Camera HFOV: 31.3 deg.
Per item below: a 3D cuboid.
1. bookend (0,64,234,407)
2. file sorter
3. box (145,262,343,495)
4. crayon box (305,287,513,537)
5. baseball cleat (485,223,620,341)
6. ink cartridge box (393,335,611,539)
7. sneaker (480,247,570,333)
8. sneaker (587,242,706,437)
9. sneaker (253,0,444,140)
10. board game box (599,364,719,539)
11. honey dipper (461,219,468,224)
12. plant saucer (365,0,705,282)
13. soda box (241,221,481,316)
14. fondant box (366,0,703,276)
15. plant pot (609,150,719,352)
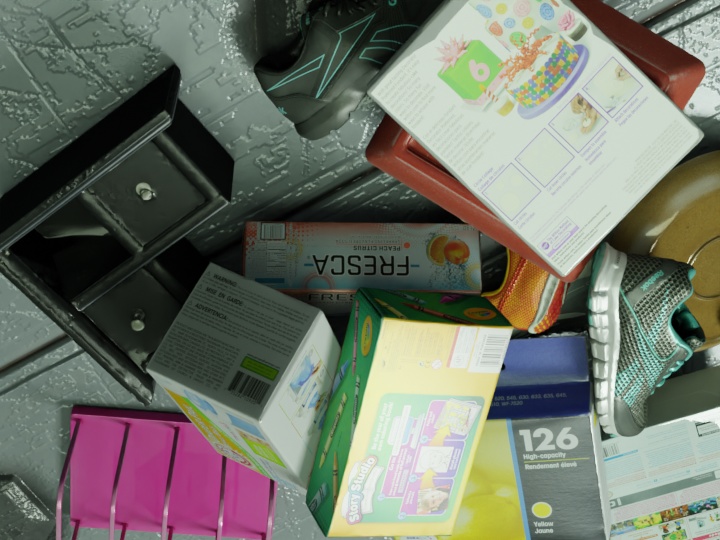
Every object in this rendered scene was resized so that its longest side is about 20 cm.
[{"bbox_3d":[-0.168,-0.024,1.061,0.198,0.092,0.200,-33,117,16],"label":"bookend"},{"bbox_3d":[-0.177,0.226,1.191,0.199,0.126,0.140,5,120,-5],"label":"file sorter"},{"bbox_3d":[-0.078,0.097,1.063,0.112,0.102,0.200,22,160,22],"label":"box"},{"bbox_3d":[0.037,0.119,1.043,0.118,0.058,0.201,5,111,-25],"label":"crayon box"},{"bbox_3d":[0.167,0.042,1.126,0.200,0.070,0.106,-38,115,20],"label":"baseball cleat"},{"bbox_3d":[0.111,0.157,1.125,0.196,0.047,0.201,-5,120,16],"label":"ink cartridge box"},{"bbox_3d":[0.154,-0.050,1.050,0.077,0.073,0.201,24,93,19],"label":"sneaker"},{"bbox_3d":[0.237,0.066,1.053,0.091,0.078,0.201,2,134,17],"label":"sneaker"},{"bbox_3d":[0.003,-0.185,0.982,0.200,0.076,0.079,-41,112,20],"label":"sneaker"},{"bbox_3d":[0.294,0.200,1.192,0.147,0.064,0.201,-17,119,9],"label":"board game box"},{"bbox_3d":[0.149,-0.118,1.053,0.038,0.038,0.200,38,109,-22],"label":"honey dipper"},{"bbox_3d":[0.130,-0.120,0.987,0.199,0.037,0.201,32,104,4],"label":"plant saucer"},{"bbox_3d":[0.000,0.000,1.084,0.199,0.064,0.068,1,160,-2],"label":"soda box"},{"bbox_3d":[0.124,-0.117,0.928,0.200,0.058,0.144,42,103,-9],"label":"fondant box"},{"bbox_3d":[0.300,-0.007,1.093,0.199,0.028,0.201,-10,124,-15],"label":"plant pot"}]
